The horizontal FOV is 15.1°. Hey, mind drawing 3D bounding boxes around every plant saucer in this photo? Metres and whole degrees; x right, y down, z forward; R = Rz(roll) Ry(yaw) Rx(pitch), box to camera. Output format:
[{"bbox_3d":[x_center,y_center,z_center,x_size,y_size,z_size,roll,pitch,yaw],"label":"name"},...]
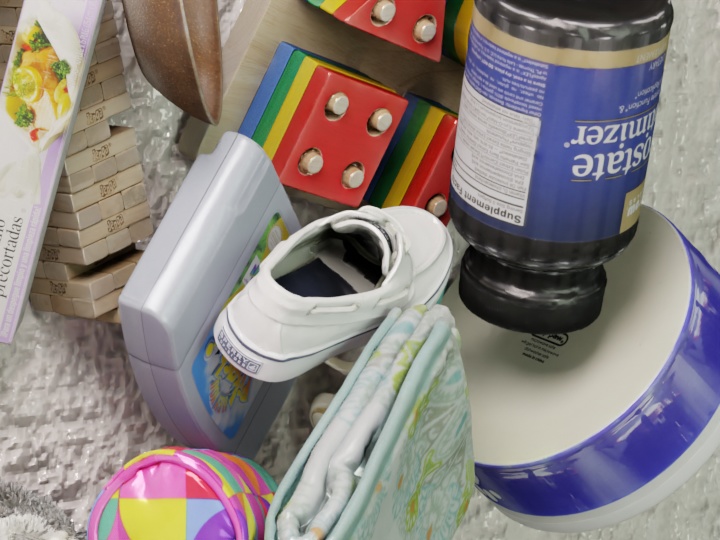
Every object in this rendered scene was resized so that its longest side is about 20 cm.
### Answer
[{"bbox_3d":[-0.104,-0.173,1.428,0.200,0.037,0.200,-8,90,-87],"label":"plant saucer"}]

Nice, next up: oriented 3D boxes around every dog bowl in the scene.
[{"bbox_3d":[0.135,0.056,1.670,0.079,0.200,0.200,46,63,-39],"label":"dog bowl"}]

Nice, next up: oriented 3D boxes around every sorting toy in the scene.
[{"bbox_3d":[0.024,-0.122,1.571,0.200,0.070,0.199,17,102,-47],"label":"sorting toy"}]

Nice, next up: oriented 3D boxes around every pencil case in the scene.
[{"bbox_3d":[-0.086,0.137,1.417,0.200,0.088,0.088,14,84,-83],"label":"pencil case"}]

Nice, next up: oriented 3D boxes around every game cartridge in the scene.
[{"bbox_3d":[-0.073,0.027,1.507,0.133,0.040,0.200,-59,156,-18],"label":"game cartridge"}]

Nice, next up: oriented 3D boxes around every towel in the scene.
[{"bbox_3d":[0.007,0.137,1.471,0.171,0.048,0.200,84,29,-44],"label":"towel"}]

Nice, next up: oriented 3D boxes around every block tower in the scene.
[{"bbox_3d":[-0.154,-0.069,1.439,0.054,0.058,0.200,-28,115,-43],"label":"block tower"}]

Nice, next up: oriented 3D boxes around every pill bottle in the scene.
[{"bbox_3d":[0.109,-0.070,1.548,0.112,0.112,0.200,-24,130,-43],"label":"pill bottle"}]

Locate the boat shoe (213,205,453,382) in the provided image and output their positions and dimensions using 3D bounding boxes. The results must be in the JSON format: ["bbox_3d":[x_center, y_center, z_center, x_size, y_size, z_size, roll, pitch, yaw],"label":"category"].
[{"bbox_3d":[0.000,0.000,1.488,0.200,0.074,0.065,-37,163,-53],"label":"boat shoe"}]

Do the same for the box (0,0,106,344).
[{"bbox_3d":[-0.169,-0.062,1.381,0.041,0.039,0.200,-80,-174,-71],"label":"box"}]

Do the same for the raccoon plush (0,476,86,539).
[{"bbox_3d":[-0.151,0.150,1.417,0.200,0.134,0.097,-16,107,-45],"label":"raccoon plush"}]

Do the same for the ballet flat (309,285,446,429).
[{"bbox_3d":[0.002,0.070,1.626,0.067,0.064,0.200,-85,-172,-65],"label":"ballet flat"}]
